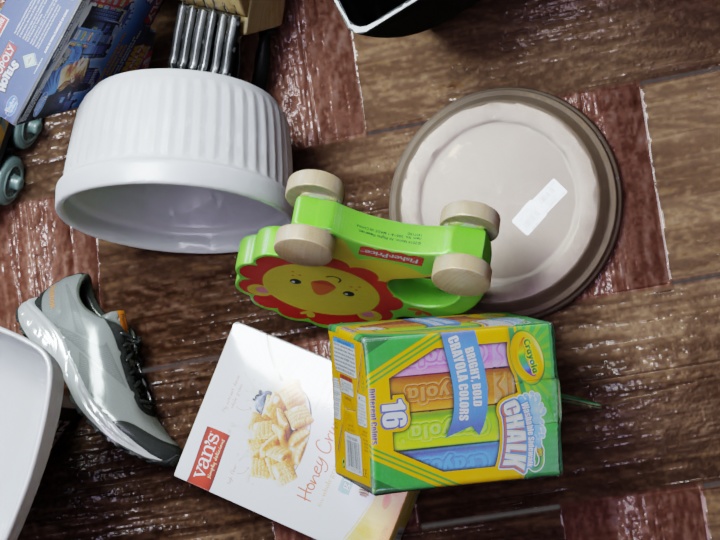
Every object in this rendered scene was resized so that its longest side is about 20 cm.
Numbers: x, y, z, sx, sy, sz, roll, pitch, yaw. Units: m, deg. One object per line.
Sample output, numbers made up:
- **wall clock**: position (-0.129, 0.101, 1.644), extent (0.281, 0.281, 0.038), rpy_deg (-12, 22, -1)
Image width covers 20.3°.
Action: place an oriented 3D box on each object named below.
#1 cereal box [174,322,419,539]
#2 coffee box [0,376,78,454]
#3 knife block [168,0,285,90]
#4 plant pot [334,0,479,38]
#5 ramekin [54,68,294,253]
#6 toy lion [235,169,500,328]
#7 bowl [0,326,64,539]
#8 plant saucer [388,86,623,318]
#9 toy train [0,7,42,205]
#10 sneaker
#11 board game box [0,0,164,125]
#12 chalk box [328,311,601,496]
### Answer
- **cereal box**: position (-0.042, 0.145, 1.687), extent (0.200, 0.040, 0.144), rpy_deg (21, 88, 18)
- **coffee box**: position (-0.344, 0.174, 1.736), extent (0.080, 0.113, 0.200), rpy_deg (36, 94, 17)
- **knife block**: position (-0.099, -0.242, 1.712), extent (0.064, 0.176, 0.200), rpy_deg (16, 64, 20)
- **plant pot**: position (0.059, -0.302, 1.638), extent (0.200, 0.177, 0.200), rpy_deg (-30, 76, 10)
- **ramekin**: position (-0.150, -0.091, 1.669), extent (0.200, 0.200, 0.105), rpy_deg (-2, 74, 16)
- **toy lion**: position (0.000, 0.000, 1.625), extent (0.200, 0.192, 0.069), rpy_deg (11, 64, -2)
- **bowl**: position (-0.340, 0.134, 1.642), extent (0.199, 0.075, 0.200), rpy_deg (17, 88, 17)
- **plant saucer**: position (0.117, -0.056, 1.670), extent (0.200, 0.029, 0.200), rpy_deg (-2, 82, 16)
- **toy train**: position (-0.331, -0.143, 1.768), extent (0.085, 0.114, 0.200), rpy_deg (19, 89, 18)
- **sneaker**: position (-0.215, 0.086, 1.730), extent (0.079, 0.074, 0.200), rpy_deg (-40, 74, 3)
- **board game box**: position (-0.219, -0.216, 1.673), extent (0.062, 0.200, 0.200), rpy_deg (33, 100, 13)
- **chalk box**: position (0.086, 0.099, 1.584), extent (0.200, 0.125, 0.124), rpy_deg (-5, 94, -15)
